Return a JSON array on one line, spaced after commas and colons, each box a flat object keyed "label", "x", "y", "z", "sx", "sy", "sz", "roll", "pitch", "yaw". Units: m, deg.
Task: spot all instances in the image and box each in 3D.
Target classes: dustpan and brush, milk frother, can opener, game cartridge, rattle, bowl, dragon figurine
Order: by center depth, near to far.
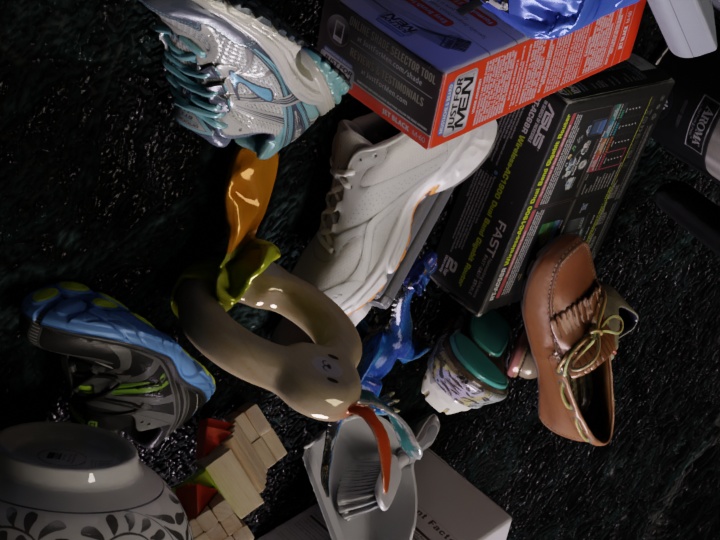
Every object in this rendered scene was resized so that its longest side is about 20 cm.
[{"label": "bowl", "x": -0.184, "y": 0.150, "z": 1.040, "sx": 0.201, "sy": 0.200, "sz": 0.094, "roll": -8, "pitch": 110, "yaw": -50}, {"label": "rattle", "x": -0.017, "y": 0.023, "z": 1.087, "sx": 0.130, "sy": 0.200, "sz": 0.143, "roll": 19, "pitch": 108, "yaw": -54}, {"label": "game cartridge", "x": 0.199, "y": -0.249, "z": 1.135, "sx": 0.041, "sy": 0.200, "sz": 0.133, "roll": -10, "pitch": 156, "yaw": 14}, {"label": "can opener", "x": 0.000, "y": 0.000, "z": 1.237, "sx": 0.200, "sy": 0.066, "sz": 0.053, "roll": -57, "pitch": 162, "yaw": -7}, {"label": "dragon figurine", "x": -0.003, "y": 0.068, "z": 1.301, "sx": 0.200, "sy": 0.059, "sz": 0.099, "roll": -56, "pitch": 148, "yaw": -1}, {"label": "dustpan and brush", "x": 0.023, "y": 0.165, "z": 1.423, "sx": 0.200, "sy": 0.057, "sz": 0.140, "roll": -51, "pitch": 123, "yaw": -68}, {"label": "milk frother", "x": 0.364, "y": -0.117, "z": 1.476, "sx": 0.200, "sy": 0.188, "sz": 0.181, "roll": -33, "pitch": 147, "yaw": -29}]

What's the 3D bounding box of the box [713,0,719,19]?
[{"label": "box", "x": 0.337, "y": -0.305, "z": 1.381, "sx": 0.200, "sy": 0.041, "sz": 0.156, "roll": -54, "pitch": 151, "yaw": 7}]

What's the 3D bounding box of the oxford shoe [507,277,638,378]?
[{"label": "oxford shoe", "x": 0.189, "y": 0.052, "z": 1.492, "sx": 0.200, "sy": 0.075, "sz": 0.071, "roll": -34, "pitch": 148, "yaw": -56}]

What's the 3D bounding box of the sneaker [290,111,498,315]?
[{"label": "sneaker", "x": 0.000, "y": -0.058, "z": 1.175, "sx": 0.092, "sy": 0.076, "sz": 0.200, "roll": 31, "pitch": 99, "yaw": -39}]

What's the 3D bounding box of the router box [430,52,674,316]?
[{"label": "router box", "x": 0.150, "y": -0.073, "z": 1.355, "sx": 0.150, "sy": 0.062, "sz": 0.200, "roll": -16, "pitch": 135, "yaw": -47}]

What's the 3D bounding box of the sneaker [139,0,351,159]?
[{"label": "sneaker", "x": -0.076, "y": -0.114, "z": 0.985, "sx": 0.086, "sy": 0.078, "sz": 0.200, "roll": -50, "pitch": 151, "yaw": 5}]

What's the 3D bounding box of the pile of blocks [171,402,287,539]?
[{"label": "pile of blocks", "x": -0.111, "y": 0.147, "z": 1.211, "sx": 0.082, "sy": 0.062, "sz": 0.200, "roll": -28, "pitch": -168, "yaw": 15}]

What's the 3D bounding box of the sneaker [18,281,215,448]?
[{"label": "sneaker", "x": -0.155, "y": 0.068, "z": 1.079, "sx": 0.083, "sy": 0.071, "sz": 0.200, "roll": -54, "pitch": 154, "yaw": -7}]

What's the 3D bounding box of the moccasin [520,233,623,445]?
[{"label": "moccasin", "x": 0.174, "y": 0.059, "z": 1.374, "sx": 0.074, "sy": 0.078, "sz": 0.202, "roll": -29, "pitch": 130, "yaw": -33}]

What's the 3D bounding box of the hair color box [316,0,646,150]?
[{"label": "hair color box", "x": 0.081, "y": -0.159, "z": 1.116, "sx": 0.200, "sy": 0.111, "sz": 0.064, "roll": -25, "pitch": 141, "yaw": -37}]

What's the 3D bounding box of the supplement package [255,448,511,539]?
[{"label": "supplement package", "x": 0.014, "y": 0.262, "z": 1.478, "sx": 0.200, "sy": 0.120, "sz": 0.121, "roll": -26, "pitch": 140, "yaw": -37}]

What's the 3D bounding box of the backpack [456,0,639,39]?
[{"label": "backpack", "x": 0.080, "y": -0.220, "z": 0.959, "sx": 0.168, "sy": 0.200, "sz": 0.163, "roll": -33, "pitch": 146, "yaw": -30}]

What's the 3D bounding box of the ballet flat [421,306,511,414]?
[{"label": "ballet flat", "x": 0.083, "y": 0.081, "z": 1.372, "sx": 0.072, "sy": 0.072, "sz": 0.200, "roll": -60, "pitch": 177, "yaw": 14}]
